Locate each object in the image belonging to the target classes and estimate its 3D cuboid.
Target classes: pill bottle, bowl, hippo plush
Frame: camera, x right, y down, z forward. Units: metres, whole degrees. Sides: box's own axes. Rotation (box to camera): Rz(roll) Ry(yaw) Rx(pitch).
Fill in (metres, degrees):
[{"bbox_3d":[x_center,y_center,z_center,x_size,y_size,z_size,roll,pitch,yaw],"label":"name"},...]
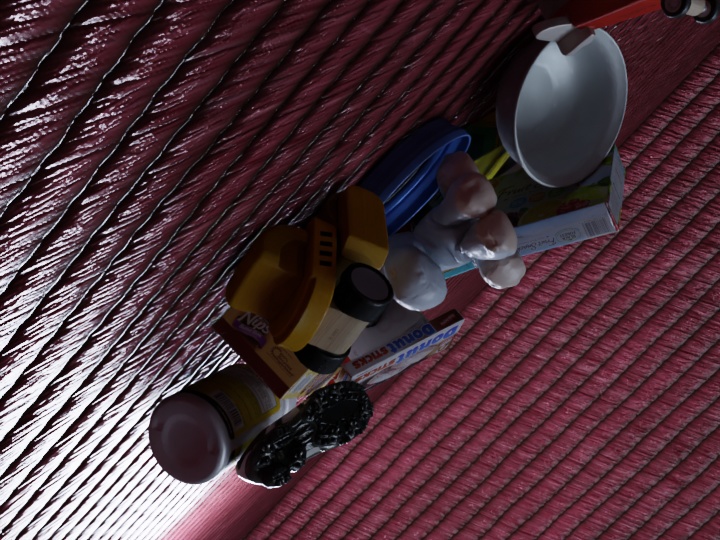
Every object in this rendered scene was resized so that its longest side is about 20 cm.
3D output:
[{"bbox_3d":[-0.168,0.184,1.325,0.114,0.114,0.200,-49,168,25],"label":"pill bottle"},{"bbox_3d":[0.049,-0.102,1.259,0.201,0.039,0.201,-43,170,-10],"label":"bowl"},{"bbox_3d":[0.082,-0.042,1.239,0.160,0.160,0.200,-27,-149,-2],"label":"hippo plush"},{"bbox_3d":[0.235,-0.210,1.305,0.201,0.090,0.202,-14,115,-34],"label":"bowl"}]

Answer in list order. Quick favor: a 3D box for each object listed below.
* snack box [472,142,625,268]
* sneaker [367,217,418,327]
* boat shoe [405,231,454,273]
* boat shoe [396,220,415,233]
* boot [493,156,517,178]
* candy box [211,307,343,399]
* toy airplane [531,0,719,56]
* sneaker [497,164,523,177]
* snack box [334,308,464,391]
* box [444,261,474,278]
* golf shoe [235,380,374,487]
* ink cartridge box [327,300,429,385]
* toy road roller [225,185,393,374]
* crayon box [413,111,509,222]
[{"bbox_3d":[0.242,-0.086,1.374,0.199,0.053,0.142,-15,-149,28],"label":"snack box"},{"bbox_3d":[0.057,-0.008,1.449,0.200,0.083,0.071,-55,145,-9],"label":"sneaker"},{"bbox_3d":[0.071,-0.018,1.362,0.200,0.069,0.074,-21,178,-41],"label":"boat shoe"},{"bbox_3d":[0.000,0.000,1.396,0.200,0.071,0.063,-45,161,-6],"label":"boat shoe"},{"bbox_3d":[0.181,-0.144,1.589,0.200,0.070,0.132,-47,166,-29],"label":"boot"},{"bbox_3d":[-0.094,0.094,1.251,0.056,0.117,0.200,-46,169,5],"label":"candy box"},{"bbox_3d":[0.269,-0.312,1.099,0.198,0.142,0.200,-7,179,2],"label":"toy airplane"},{"bbox_3d":[0.230,-0.083,1.546,0.200,0.114,0.073,-37,155,-31],"label":"sneaker"},{"bbox_3d":[0.050,0.113,1.390,0.200,0.024,0.072,-24,152,-33],"label":"snack box"},{"bbox_3d":[0.114,-0.008,1.640,0.200,0.049,0.082,-22,-177,32],"label":"box"},{"bbox_3d":[-0.073,0.197,1.286,0.200,0.078,0.094,-26,-179,-38],"label":"golf shoe"},{"bbox_3d":[-0.012,0.095,1.500,0.200,0.163,0.057,-36,132,-2],"label":"ink cartridge box"},{"bbox_3d":[-0.057,-0.005,1.087,0.123,0.146,0.200,-52,-155,35],"label":"toy road roller"},{"bbox_3d":[0.150,-0.150,1.434,0.200,0.051,0.127,-32,164,-48],"label":"crayon box"}]
